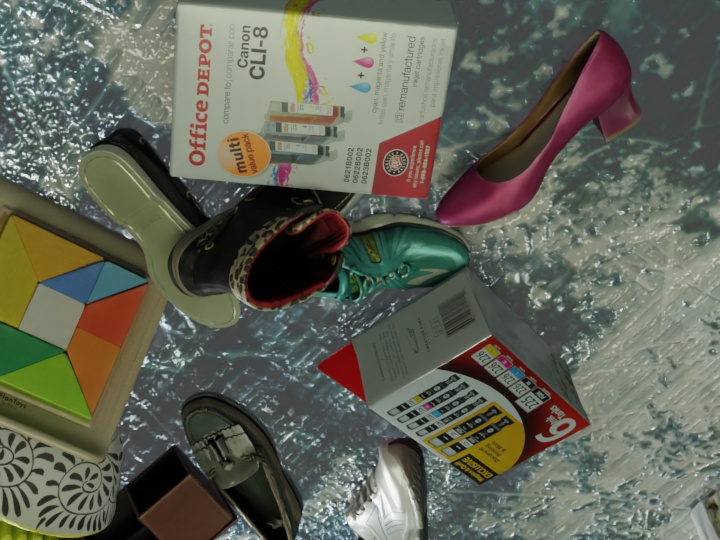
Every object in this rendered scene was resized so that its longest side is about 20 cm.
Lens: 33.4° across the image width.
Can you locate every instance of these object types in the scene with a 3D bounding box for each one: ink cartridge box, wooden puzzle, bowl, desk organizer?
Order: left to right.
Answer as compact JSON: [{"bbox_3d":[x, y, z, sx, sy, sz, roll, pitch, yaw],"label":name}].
[{"bbox_3d":[-0.285,0.135,1.071,0.200,0.201,0.094,29,102,-22],"label":"bowl"},{"bbox_3d":[-0.262,0.037,1.005,0.185,0.201,0.037,27,153,-21],"label":"wooden puzzle"},{"bbox_3d":[-0.229,0.275,1.196,0.200,0.072,0.077,-40,119,-6],"label":"desk organizer"},{"bbox_3d":[-0.042,-0.157,0.910,0.199,0.145,0.146,4,125,-6],"label":"ink cartridge box"},{"bbox_3d":[0.087,0.115,1.117,0.175,0.084,0.200,-33,136,18],"label":"ink cartridge box"}]

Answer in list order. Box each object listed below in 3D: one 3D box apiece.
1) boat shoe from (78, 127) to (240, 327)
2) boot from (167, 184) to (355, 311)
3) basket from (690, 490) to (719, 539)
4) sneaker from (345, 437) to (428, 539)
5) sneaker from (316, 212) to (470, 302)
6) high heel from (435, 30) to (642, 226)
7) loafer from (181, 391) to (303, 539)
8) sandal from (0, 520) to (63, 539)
[{"bbox_3d":[-0.161,-0.039,1.032,0.074,0.066,0.199,-25,118,30],"label":"boat shoe"},{"bbox_3d":[-0.048,-0.039,0.951,0.200,0.150,0.073,-34,110,-18],"label":"boot"},{"bbox_3d":[0.476,0.304,1.276,0.200,0.136,0.123,33,113,-23],"label":"basket"},{"bbox_3d":[0.026,0.241,1.223,0.087,0.075,0.200,2,136,5],"label":"sneaker"},{"bbox_3d":[0.000,0.000,1.061,0.199,0.080,0.078,-2,125,-5],"label":"sneaker"},{"bbox_3d":[0.137,-0.115,0.993,0.200,0.067,0.096,-29,132,9],"label":"high heel"},{"bbox_3d":[-0.113,0.206,1.205,0.072,0.063,0.200,-24,123,12],"label":"loafer"},{"bbox_3d":[-0.360,0.275,1.230,0.200,0.080,0.087,37,119,-24],"label":"sandal"}]
